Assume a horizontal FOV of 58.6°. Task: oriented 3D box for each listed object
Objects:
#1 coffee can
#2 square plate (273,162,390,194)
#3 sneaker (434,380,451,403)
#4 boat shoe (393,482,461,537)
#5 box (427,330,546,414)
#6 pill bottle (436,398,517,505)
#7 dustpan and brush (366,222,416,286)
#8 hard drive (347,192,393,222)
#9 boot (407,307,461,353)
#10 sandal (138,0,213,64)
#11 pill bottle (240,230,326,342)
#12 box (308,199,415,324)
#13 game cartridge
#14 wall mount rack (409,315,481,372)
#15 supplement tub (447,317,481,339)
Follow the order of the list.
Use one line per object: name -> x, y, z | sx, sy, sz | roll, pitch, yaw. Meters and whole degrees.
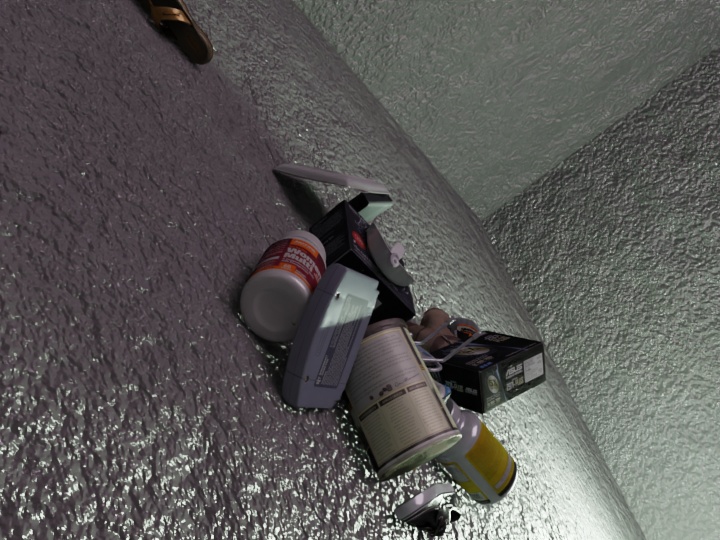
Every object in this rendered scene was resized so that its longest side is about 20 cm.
coffee can -> 0.050, 0.200, 1.004 | 0.146, 0.145, 0.203 | 21, 38, -59
square plate -> -0.057, -0.202, 1.396 | 0.194, 0.029, 0.199 | 16, 9, 28
sneaker -> 0.104, 0.220, 1.200 | 0.086, 0.076, 0.200 | 39, -6, -9
boat shoe -> 0.112, 0.378, 0.995 | 0.067, 0.069, 0.200 | 61, 11, 24
box -> 0.251, 0.199, 1.301 | 0.197, 0.162, 0.088 | -15, 103, -35
pill bottle -> 0.201, 0.337, 1.209 | 0.201, 0.111, 0.113 | 49, 18, -18
dustpan and brush -> 0.057, -0.022, 1.156 | 0.141, 0.057, 0.200 | 54, 19, -4
hard drive -> -0.013, -0.122, 1.418 | 0.033, 0.138, 0.200 | 58, 18, 5
boot -> 0.183, 0.150, 1.442 | 0.197, 0.072, 0.145 | -11, 29, -43
sandal -> -0.372, -0.489, 1.269 | 0.201, 0.079, 0.055 | 51, 39, -28
pill bottle -> -0.109, 0.015, 0.980 | 0.110, 0.109, 0.201 | 49, 19, -15
box -> 0.000, 0.000, 1.236 | 0.200, 0.103, 0.184 | 44, 20, -29
game cartridge -> -0.042, 0.096, 0.916 | 0.041, 0.204, 0.132 | 19, -2, 35
wall mount rack -> 0.135, 0.138, 1.283 | 0.170, 0.077, 0.200 | 4, 11, -19
supplement tub -> 0.239, 0.207, 1.519 | 0.123, 0.122, 0.201 | 49, 19, -15
